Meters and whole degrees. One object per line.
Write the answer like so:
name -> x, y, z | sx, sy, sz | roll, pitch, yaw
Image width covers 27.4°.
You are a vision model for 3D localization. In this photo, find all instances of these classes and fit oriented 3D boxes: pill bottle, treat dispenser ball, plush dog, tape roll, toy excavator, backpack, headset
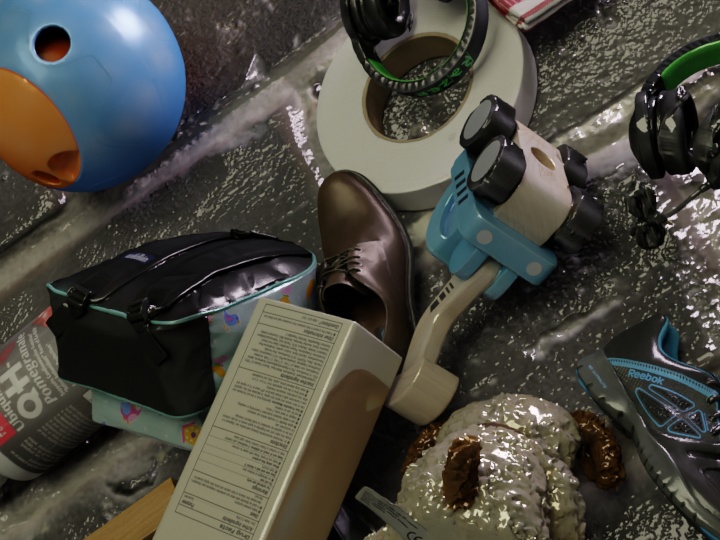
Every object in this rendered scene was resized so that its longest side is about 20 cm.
pill bottle -> -0.283, 0.112, 1.292 | 0.199, 0.111, 0.111 | -38, 53, 9
treat dispenser ball -> -0.261, -0.174, 1.363 | 0.198, 0.201, 0.204 | -13, 60, 24
plush dog -> 0.092, 0.147, 1.034 | 0.197, 0.163, 0.172 | 0, 26, 20
tape roll -> 0.055, -0.149, 1.269 | 0.200, 0.037, 0.205 | -13, 61, 24
toy excavator -> 0.088, -0.002, 1.133 | 0.201, 0.099, 0.195 | -51, 21, 26
backpack -> -0.128, 0.048, 1.191 | 0.174, 0.155, 0.199 | 8, 28, 37
headset -> 0.044, -0.243, 1.264 | 0.123, 0.094, 0.202 | -31, 70, 28
headset -> 0.249, -0.104, 1.087 | 0.122, 0.094, 0.201 | 15, 64, 36

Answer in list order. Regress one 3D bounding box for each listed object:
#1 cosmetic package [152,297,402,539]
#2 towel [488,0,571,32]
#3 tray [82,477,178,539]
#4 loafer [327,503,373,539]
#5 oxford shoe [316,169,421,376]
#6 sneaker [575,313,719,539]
cosmetic package -> -0.060, 0.131, 1.075 | 0.104, 0.071, 0.202 | 14, 74, 40
towel -> 0.148, -0.293, 1.272 | 0.143, 0.023, 0.201 | -34, 48, -3
tray -> -0.197, 0.247, 1.181 | 0.199, 0.099, 0.037 | -35, 52, 11
loafer -> -0.040, 0.198, 1.123 | 0.201, 0.070, 0.069 | 54, 129, 38
oxford shoe -> 0.000, 0.000, 1.183 | 0.072, 0.084, 0.202 | -30, 61, 23
sneaker -> 0.228, 0.113, 1.015 | 0.082, 0.073, 0.201 | -39, 54, 6
